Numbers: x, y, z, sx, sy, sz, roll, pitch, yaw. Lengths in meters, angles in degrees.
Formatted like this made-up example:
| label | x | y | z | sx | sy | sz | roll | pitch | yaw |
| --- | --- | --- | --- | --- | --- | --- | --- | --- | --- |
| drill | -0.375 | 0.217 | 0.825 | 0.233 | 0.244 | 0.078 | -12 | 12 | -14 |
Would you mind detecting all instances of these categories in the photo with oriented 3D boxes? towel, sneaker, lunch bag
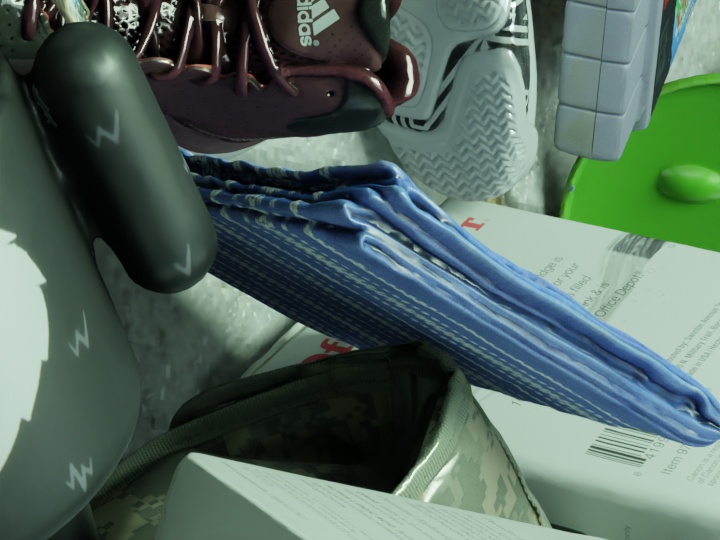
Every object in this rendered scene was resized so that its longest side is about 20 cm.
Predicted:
| label | x | y | z | sx | sy | sz | roll | pitch | yaw |
| --- | --- | --- | --- | --- | --- | --- | --- | --- | --- |
| towel | 0.000 | 0.000 | 0.762 | 0.145 | 0.200 | 0.024 | 31 | 80 | -32 |
| sneaker | -0.053 | -0.085 | 0.778 | 0.200 | 0.115 | 0.076 | 16 | 77 | -52 |
| sneaker | 0.047 | -0.132 | 0.943 | 0.115 | 0.075 | 0.200 | -28 | 109 | -47 |
| lunch bag | -0.022 | 0.130 | 0.772 | 0.200 | 0.118 | 0.164 | -36 | 124 | -11 |

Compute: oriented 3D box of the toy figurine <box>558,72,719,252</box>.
| label | x | y | z | sx | sy | sz | roll | pitch | yaw |
| --- | --- | --- | --- | --- | --- | --- | --- | --- | --- |
| toy figurine | 0.203 | -0.037 | 1.083 | 0.184 | 0.200 | 0.150 | -47 | 138 | -57 |

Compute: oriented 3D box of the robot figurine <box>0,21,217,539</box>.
| label | x | y | z | sx | sy | sz | roll | pitch | yaw |
| --- | --- | --- | --- | --- | --- | --- | --- | --- | --- |
| robot figurine | -0.129 | 0.006 | 0.660 | 0.150 | 0.125 | 0.200 | -45 | 129 | -36 |

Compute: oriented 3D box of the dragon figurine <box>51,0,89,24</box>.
| label | x | y | z | sx | sy | sz | roll | pitch | yaw |
| --- | --- | --- | --- | --- | --- | --- | --- | --- | --- |
| dragon figurine | -0.075 | -0.143 | 0.727 | 0.099 | 0.200 | 0.059 | -13 | 131 | -18 |

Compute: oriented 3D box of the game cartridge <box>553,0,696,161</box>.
| label | x | y | z | sx | sy | sz | roll | pitch | yaw |
| --- | --- | --- | --- | --- | --- | --- | --- | --- | --- |
| game cartridge | 0.112 | -0.141 | 0.994 | 0.200 | 0.038 | 0.130 | -62 | 155 | -53 |

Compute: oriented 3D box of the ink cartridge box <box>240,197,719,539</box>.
| label | x | y | z | sx | sy | sz | roll | pitch | yaw |
| --- | --- | --- | --- | --- | --- | --- | --- | --- | --- |
| ink cartridge box | 0.081 | 0.058 | 0.885 | 0.145 | 0.200 | 0.083 | -42 | 135 | -44 |

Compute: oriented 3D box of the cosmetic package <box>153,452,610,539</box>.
| label | x | y | z | sx | sy | sz | roll | pitch | yaw |
| --- | --- | --- | --- | --- | --- | --- | --- | --- | --- |
| cosmetic package | 0.035 | 0.126 | 0.690 | 0.200 | 0.081 | 0.113 | 17 | 96 | -36 |
